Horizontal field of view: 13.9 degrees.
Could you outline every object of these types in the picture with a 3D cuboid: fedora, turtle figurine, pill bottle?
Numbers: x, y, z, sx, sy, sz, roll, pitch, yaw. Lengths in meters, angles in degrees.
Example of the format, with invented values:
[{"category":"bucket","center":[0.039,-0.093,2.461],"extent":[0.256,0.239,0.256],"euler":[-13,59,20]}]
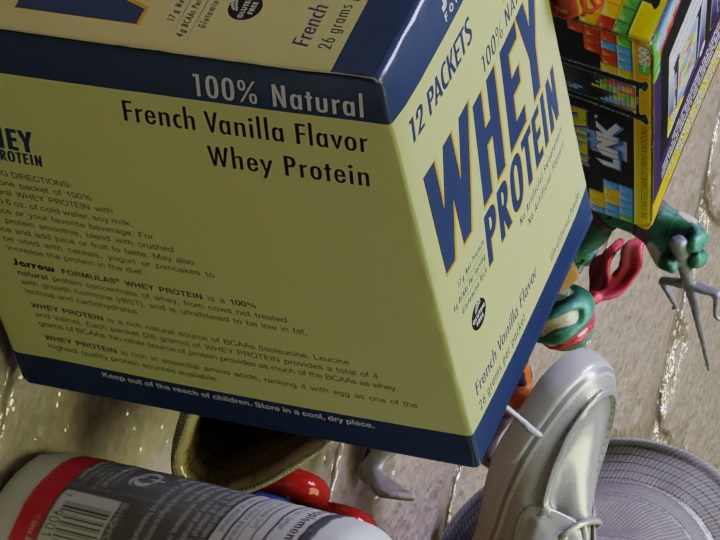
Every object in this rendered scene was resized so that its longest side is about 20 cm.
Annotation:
[{"category":"fedora","center":[0.114,0.180,1.550],"extent":[0.090,0.200,0.177],"euler":[6,65,-70]},{"category":"turtle figurine","center":[0.070,-0.013,1.354],"extent":[0.200,0.150,0.101],"euler":[56,2,-28]},{"category":"pill bottle","center":[-0.047,0.143,1.158],"extent":[0.111,0.200,0.111],"euler":[12,90,-67]}]

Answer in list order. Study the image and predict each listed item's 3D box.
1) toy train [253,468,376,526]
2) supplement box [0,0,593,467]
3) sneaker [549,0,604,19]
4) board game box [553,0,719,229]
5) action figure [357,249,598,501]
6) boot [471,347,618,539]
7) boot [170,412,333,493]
[{"category":"toy train","center":[0.020,0.164,1.427],"extent":[0.200,0.115,0.085],"euler":[44,60,-62]},{"category":"supplement box","center":[-0.039,-0.056,1.092],"extent":[0.200,0.199,0.134],"euler":[74,34,-45]},{"category":"sneaker","center":[0.058,-0.171,1.144],"extent":[0.073,0.077,0.200],"euler":[63,2,-46]},{"category":"board game box","center":[0.131,-0.144,1.236],"extent":[0.165,0.057,0.200],"euler":[81,31,-65]},{"category":"action figure","center":[0.023,0.012,1.443],"extent":[0.200,0.104,0.194],"euler":[0,94,-40]},{"category":"boot","center":[0.105,0.144,1.458],"extent":[0.073,0.095,0.200],"euler":[-11,127,-50]},{"category":"boot","center":[0.000,0.000,1.231],"extent":[0.200,0.072,0.155],"euler":[-48,-174,23]}]
